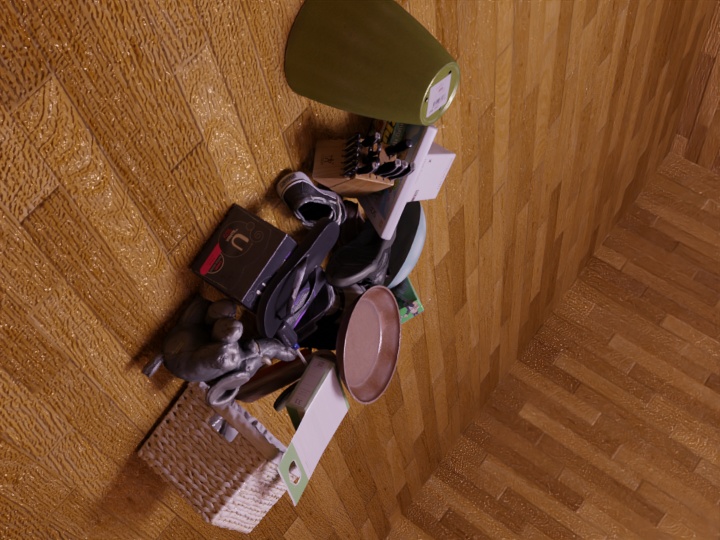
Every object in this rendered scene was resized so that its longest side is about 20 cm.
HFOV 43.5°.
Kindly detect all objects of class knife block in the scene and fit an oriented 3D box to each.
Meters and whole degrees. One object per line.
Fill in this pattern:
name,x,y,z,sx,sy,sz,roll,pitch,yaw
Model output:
knife block,0.023,-0.162,1.416,0.200,0.175,0.064,23,72,-68

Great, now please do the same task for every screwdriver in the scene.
screwdriver,-0.096,0.128,1.438,0.029,0.028,0.200,-46,147,-9

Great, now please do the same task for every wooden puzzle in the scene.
wooden puzzle,-0.136,0.181,1.577,0.200,0.037,0.185,-21,168,-2

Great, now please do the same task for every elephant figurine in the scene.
elephant figurine,-0.208,0.138,1.385,0.200,0.155,0.142,63,36,-58

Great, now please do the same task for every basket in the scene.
basket,-0.227,0.312,1.506,0.161,0.198,0.200,-50,158,-7

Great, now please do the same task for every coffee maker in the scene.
coffee maker,-0.091,0.086,1.567,0.192,0.135,0.200,-59,157,6

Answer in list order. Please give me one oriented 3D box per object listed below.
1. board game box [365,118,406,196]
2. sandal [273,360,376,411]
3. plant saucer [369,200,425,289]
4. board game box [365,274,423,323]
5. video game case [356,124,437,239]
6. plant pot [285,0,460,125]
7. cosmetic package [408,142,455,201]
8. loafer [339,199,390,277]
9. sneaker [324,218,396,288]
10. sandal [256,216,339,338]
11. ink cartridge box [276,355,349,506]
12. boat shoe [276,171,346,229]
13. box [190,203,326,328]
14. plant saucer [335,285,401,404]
board game box,0.043,-0.234,1.477,0.023,0.105,0.200,7,117,-24
sandal,-0.062,0.209,1.599,0.201,0.057,0.080,-22,168,4
plant saucer,0.080,-0.039,1.730,0.201,0.039,0.201,-58,-163,28
board game box,0.042,0.063,1.729,0.134,0.029,0.200,-31,-160,5
video game case,0.052,-0.178,1.500,0.022,0.182,0.200,13,114,-23
plant pot,0.032,-0.286,1.249,0.187,0.200,0.187,-45,155,-28
cosmetic package,0.092,-0.186,1.670,0.200,0.074,0.102,-14,132,-58
loafer,0.011,-0.053,1.622,0.200,0.071,0.073,70,18,-48
sneaker,0.000,0.000,1.504,0.199,0.076,0.114,-52,154,-54
sandal,-0.088,0.012,1.318,0.200,0.043,0.076,-58,157,-7
ink cartridge box,-0.090,0.260,1.467,0.200,0.048,0.146,-58,153,-30
boat shoe,-0.064,-0.095,1.447,0.074,0.068,0.199,-36,157,4
box,-0.149,0.003,1.375,0.122,0.106,0.200,-57,157,-7
plant saucer,0.009,0.123,1.524,0.200,0.037,0.201,-15,107,-59
